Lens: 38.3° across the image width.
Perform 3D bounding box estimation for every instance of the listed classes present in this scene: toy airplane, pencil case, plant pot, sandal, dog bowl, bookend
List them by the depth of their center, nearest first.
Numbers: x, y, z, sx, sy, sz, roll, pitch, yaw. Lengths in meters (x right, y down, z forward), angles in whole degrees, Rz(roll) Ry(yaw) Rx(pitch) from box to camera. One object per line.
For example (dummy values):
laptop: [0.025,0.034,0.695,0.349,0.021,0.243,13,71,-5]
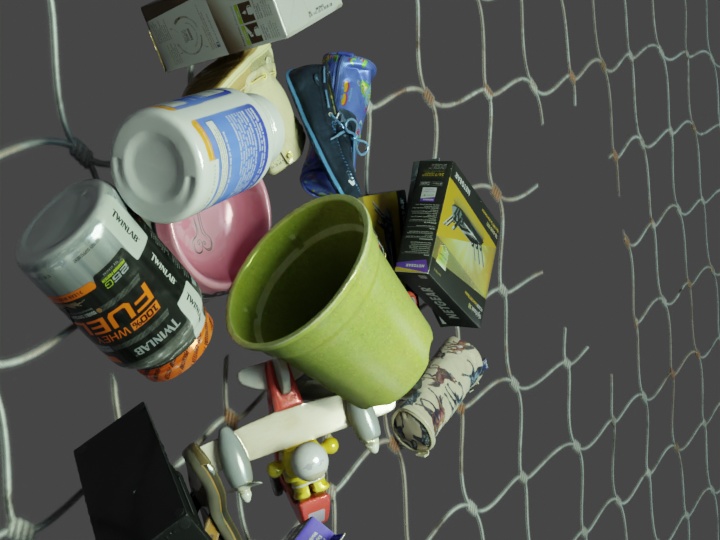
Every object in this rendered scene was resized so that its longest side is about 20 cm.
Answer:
bookend: [-0.185,0.274,1.050,0.091,0.199,0.202,-34,122,-6]
plant pot: [-0.018,0.053,1.159,0.184,0.198,0.203,45,53,-33]
sandal: [-0.173,0.284,1.159,0.054,0.081,0.203,-27,127,-26]
dog bowl: [-0.182,-0.060,1.189,0.199,0.073,0.204,6,82,-53]
toy airplane: [-0.074,0.195,1.233,0.198,0.141,0.202,32,90,-23]
pencil case: [-0.030,-0.196,1.391,0.087,0.077,0.204,79,20,-71]
pencil case: [0.118,0.188,1.557,0.090,0.077,0.200,53,45,-9]

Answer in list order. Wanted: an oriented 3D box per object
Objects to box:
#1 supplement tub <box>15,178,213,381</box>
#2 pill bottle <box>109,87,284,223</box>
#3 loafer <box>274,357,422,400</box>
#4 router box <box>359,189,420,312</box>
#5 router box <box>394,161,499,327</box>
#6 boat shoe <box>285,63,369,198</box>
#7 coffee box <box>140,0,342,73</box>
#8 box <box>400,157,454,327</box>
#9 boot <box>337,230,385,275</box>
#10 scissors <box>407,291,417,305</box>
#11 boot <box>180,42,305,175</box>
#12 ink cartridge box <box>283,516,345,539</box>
supplement tub: [-0.244,0.015,1.060,0.201,0.121,0.124,53,49,-35]
pill bottle: [-0.157,-0.126,1.066,0.200,0.110,0.114,-36,115,-61]
loafer: [-0.019,0.142,1.342,0.073,0.196,0.072,-101,-159,-58]
router box: [0.013,-0.005,1.455,0.156,0.052,0.204,-15,99,-52]
router box: [0.123,-0.032,1.410,0.200,0.051,0.160,42,57,-55]
boat shoe: [-0.035,-0.182,1.296,0.084,0.068,0.203,74,-6,-72]
coffee box: [-0.135,-0.295,1.164,0.114,0.197,0.081,-42,118,-45]
box: [0.118,-0.039,1.548,0.201,0.043,0.162,62,30,-45]
boot: [0.000,0.000,1.303,0.072,0.151,0.203,-26,95,-6]
scissors: [0.044,0.022,1.279,0.073,0.014,0.202,-49,149,-31]
boot: [-0.134,-0.181,1.250,0.201,0.072,0.157,-65,138,-55]
ink cartridge box: [-0.104,0.364,1.139,0.043,0.200,0.199,38,68,1]
